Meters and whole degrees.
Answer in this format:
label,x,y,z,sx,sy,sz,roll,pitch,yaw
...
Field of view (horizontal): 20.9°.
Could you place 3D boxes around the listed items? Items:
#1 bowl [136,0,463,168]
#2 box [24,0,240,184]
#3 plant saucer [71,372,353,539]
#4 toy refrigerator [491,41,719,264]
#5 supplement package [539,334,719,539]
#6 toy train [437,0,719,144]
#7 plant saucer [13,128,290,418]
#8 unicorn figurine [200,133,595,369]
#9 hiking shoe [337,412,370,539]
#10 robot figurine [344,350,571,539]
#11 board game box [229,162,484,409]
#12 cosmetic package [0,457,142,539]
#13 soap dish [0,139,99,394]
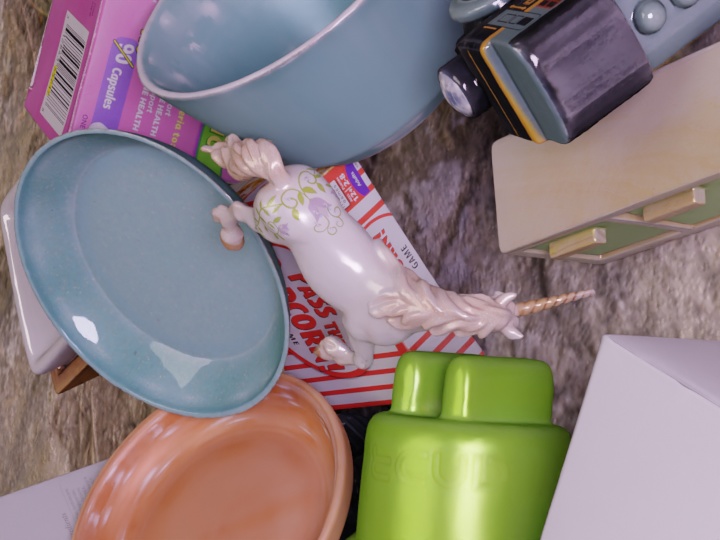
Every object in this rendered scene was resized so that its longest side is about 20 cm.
label,x,y,z,sx,sy,sz,roll,pitch,yaw
bowl,-0.016,-0.135,1.101,0.201,0.105,0.201,-28,35,21
box,-0.088,-0.153,1.237,0.097,0.200,0.176,44,121,56
plant saucer,-0.086,0.153,1.176,0.200,0.037,0.200,-21,45,22
toy refrigerator,0.159,-0.055,0.985,0.200,0.076,0.070,-20,69,52
supplement package,0.161,0.144,0.916,0.117,0.117,0.200,36,115,52
toy train,0.132,-0.136,0.957,0.085,0.200,0.114,59,170,-22
plant saucer,-0.119,-0.003,1.180,0.200,0.036,0.200,18,129,23
unicorn figurine,0.000,0.000,1.045,0.074,0.200,0.137,-62,15,-19
hiking shoe,-0.030,0.190,1.219,0.087,0.074,0.200,-8,68,43
robot figurine,0.056,0.146,1.068,0.175,0.116,0.200,1,87,50
board game box,-0.035,0.013,1.207,0.200,0.046,0.152,-12,116,54
cosmetic package,-0.163,0.181,1.288,0.102,0.200,0.074,89,158,-46
soap dish,-0.177,-0.022,1.378,0.200,0.081,0.158,-40,59,50
